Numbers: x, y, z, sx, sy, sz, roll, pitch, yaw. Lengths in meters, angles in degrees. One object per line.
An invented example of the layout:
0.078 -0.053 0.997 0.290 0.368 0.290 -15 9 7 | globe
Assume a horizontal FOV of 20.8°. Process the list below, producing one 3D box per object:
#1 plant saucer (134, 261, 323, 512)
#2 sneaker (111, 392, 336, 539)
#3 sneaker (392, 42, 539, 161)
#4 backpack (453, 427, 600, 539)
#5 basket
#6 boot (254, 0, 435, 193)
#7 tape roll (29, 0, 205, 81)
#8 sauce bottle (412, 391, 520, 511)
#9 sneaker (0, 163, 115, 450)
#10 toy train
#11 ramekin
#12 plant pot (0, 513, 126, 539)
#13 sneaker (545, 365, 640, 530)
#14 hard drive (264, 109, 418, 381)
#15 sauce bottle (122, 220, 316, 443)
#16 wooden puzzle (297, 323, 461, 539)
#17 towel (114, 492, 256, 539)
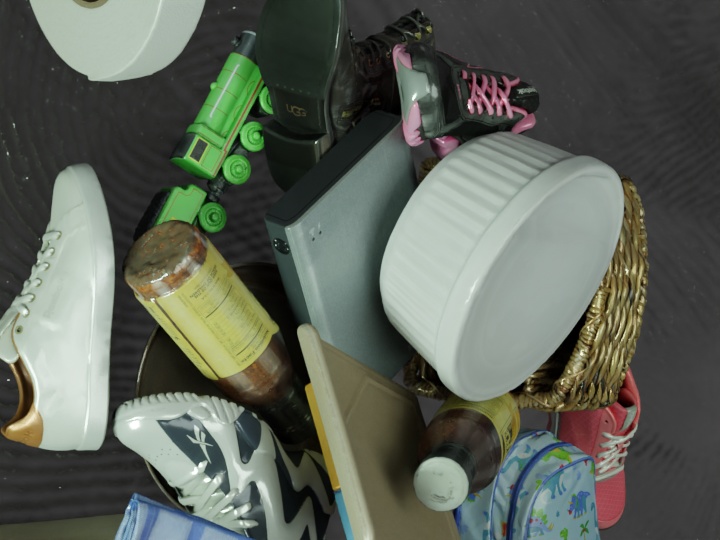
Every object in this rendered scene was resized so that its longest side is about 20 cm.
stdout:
-0.091 0.092 1.484 0.200 0.032 0.201 -5 98 -37 | plant saucer
-0.098 0.174 1.395 0.199 0.079 0.130 35 47 -42 | sneaker
0.082 -0.129 1.458 0.200 0.095 0.079 10 74 -75 | sneaker
0.126 0.226 1.605 0.163 0.153 0.201 -9 86 -46 | backpack
0.134 0.013 1.580 0.149 0.143 0.201 6 90 -38 | basket
-0.002 -0.161 1.474 0.174 0.069 0.201 -36 143 -45 | boot
-0.166 -0.227 1.292 0.037 0.202 0.204 -9 99 -37 | tape roll
0.076 0.133 1.462 0.200 0.066 0.066 -42 126 -72 | sauce bottle
-0.217 0.023 1.356 0.084 0.073 0.201 2 84 -20 | sneaker
-0.106 -0.091 1.453 0.056 0.042 0.200 32 74 -24 | toy train
0.101 -0.011 1.464 0.202 0.094 0.203 -38 147 -30 | ramekin
-0.192 0.285 1.333 0.199 0.177 0.201 0 94 -38 | plant pot
0.201 0.134 1.678 0.074 0.087 0.201 -22 108 -34 | sneaker
0.000 0.000 1.472 0.140 0.033 0.200 -46 139 -32 | hard drive
-0.093 0.050 1.411 0.066 0.066 0.200 -53 131 -21 | sauce bottle
0.016 0.150 1.424 0.200 0.037 0.186 40 28 -56 | wooden puzzle
-0.123 0.257 1.258 0.147 0.024 0.201 27 76 -36 | towel
